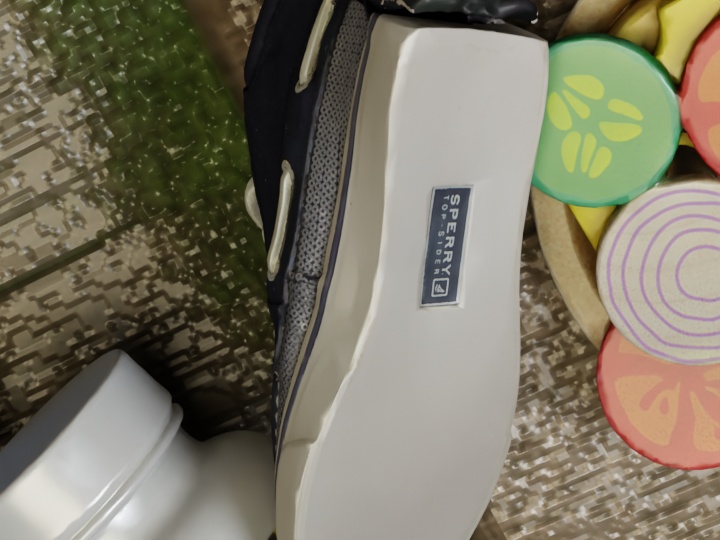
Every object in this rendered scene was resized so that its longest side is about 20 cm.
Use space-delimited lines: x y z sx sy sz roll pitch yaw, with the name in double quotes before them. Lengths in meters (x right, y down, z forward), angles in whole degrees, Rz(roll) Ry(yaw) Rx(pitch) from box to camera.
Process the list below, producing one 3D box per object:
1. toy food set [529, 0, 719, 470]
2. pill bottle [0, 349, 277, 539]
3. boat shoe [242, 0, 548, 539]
"toy food set" 0.145 -0.024 0.756 0.197 0.049 0.201 -29 105 19
"pill bottle" -0.035 0.123 0.810 0.200 0.111 0.111 44 112 -10
"boat shoe" 0.000 0.000 0.759 0.074 0.093 0.201 3 107 -31
